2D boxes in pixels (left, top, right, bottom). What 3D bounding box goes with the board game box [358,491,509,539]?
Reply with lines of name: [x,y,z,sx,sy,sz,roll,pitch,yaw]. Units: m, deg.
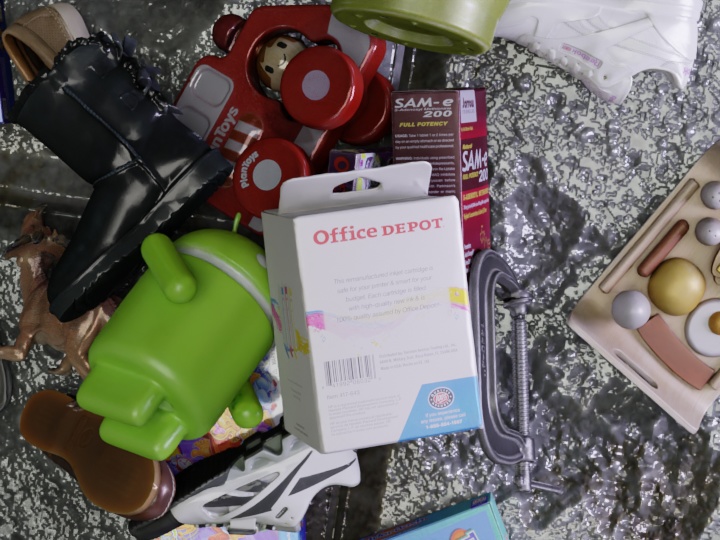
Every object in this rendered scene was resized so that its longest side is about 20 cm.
board game box: [0.046,0.296,1.604,0.199,0.045,0.153,-20,93,7]

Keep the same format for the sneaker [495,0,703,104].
sneaker: [0.179,-0.187,1.532,0.198,0.075,0.100,2,94,4]

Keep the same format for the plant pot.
plant pot: [0.060,-0.275,1.456,0.199,0.200,0.194,13,87,3]

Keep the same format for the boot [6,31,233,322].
boot: [-0.216,-0.080,1.491,0.198,0.073,0.162,-45,82,-1]

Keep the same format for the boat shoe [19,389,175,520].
boat shoe: [-0.204,0.153,1.546,0.070,0.200,0.071,36,86,-41]

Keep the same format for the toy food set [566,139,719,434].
toy food set: [0.287,0.013,1.550,0.143,0.060,0.200,40,98,0]

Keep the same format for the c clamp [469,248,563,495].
c clamp: [0.121,0.085,1.544,0.027,0.171,0.202,-6,82,26]

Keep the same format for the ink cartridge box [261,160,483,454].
ink cartridge box: [0.005,0.022,1.417,0.128,0.125,0.202,-7,95,-14]

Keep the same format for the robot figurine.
robot figurine: [-0.135,0.051,1.478,0.115,0.176,0.200,12,53,37]

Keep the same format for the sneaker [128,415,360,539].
sneaker: [-0.092,0.188,1.526,0.199,0.074,0.089,-26,105,8]

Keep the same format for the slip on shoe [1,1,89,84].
slip on shoe: [-0.231,-0.127,1.563,0.076,0.060,0.201,-25,91,51]

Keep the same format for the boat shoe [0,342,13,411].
boat shoe: [-0.354,0.034,1.599,0.070,0.070,0.201,-16,94,6]

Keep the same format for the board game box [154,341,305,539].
board game box: [-0.120,0.137,1.595,0.133,0.045,0.202,-3,95,5]

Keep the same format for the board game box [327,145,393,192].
board game box: [0.000,0.000,1.539,0.032,0.120,0.201,10,100,20]

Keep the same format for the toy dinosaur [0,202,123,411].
toy dinosaur: [-0.236,0.032,1.549,0.199,0.086,0.136,23,101,25]

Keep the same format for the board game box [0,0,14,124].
board game box: [-0.372,-0.218,1.589,0.133,0.045,0.202,-5,95,5]

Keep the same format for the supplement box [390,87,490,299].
supplement box: [0.068,-0.048,1.535,0.060,0.109,0.202,-1,96,16]

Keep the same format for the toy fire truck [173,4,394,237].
toy fire truck: [-0.075,-0.132,1.550,0.167,0.112,0.201,30,96,20]
